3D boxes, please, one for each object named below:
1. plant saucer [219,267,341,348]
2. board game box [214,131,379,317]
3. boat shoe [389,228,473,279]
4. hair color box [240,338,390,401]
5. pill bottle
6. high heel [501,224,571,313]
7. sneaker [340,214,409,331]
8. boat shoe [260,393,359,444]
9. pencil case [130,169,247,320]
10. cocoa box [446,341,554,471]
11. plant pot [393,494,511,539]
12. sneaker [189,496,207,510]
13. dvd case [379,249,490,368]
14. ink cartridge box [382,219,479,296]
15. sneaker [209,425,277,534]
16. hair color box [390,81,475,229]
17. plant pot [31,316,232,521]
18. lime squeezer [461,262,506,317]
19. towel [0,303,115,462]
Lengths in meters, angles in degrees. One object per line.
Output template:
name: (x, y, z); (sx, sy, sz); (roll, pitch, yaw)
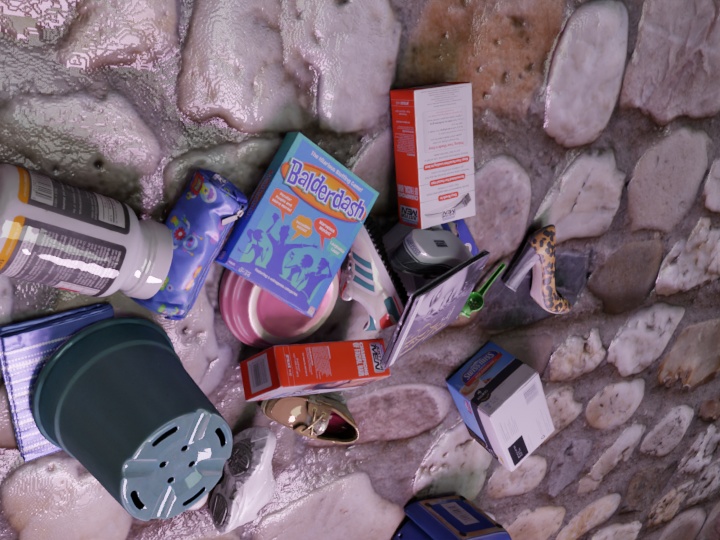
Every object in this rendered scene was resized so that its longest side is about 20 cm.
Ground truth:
plant saucer: (-0.107, 0.031, 1.054); (0.199, 0.051, 0.202); (-18, 124, -30)
board game box: (-0.082, -0.061, 0.976); (0.152, 0.045, 0.201); (33, 79, -29)
boat shoe: (0.114, -0.017, 1.127); (0.068, 0.072, 0.199); (-40, 159, 26)
hair color box: (-0.067, 0.151, 1.092); (0.199, 0.111, 0.065); (-1, 72, -37)
pill bottle: (-0.322, -0.035, 0.807); (0.199, 0.116, 0.117); (20, 101, -42)
high heel: (0.379, 0.002, 1.391); (0.199, 0.071, 0.143); (26, 104, -34)
sneaker: (0.000, 0.000, 1.079); (0.093, 0.070, 0.201); (-24, 98, 14)
boat shoe: (-0.075, 0.240, 1.182); (0.199, 0.066, 0.074); (23, 99, -43)
pencil case: (-0.214, -0.031, 0.914); (0.201, 0.087, 0.078); (-60, 153, 7)
cocoa box: (0.279, 0.269, 1.423); (0.133, 0.131, 0.201); (-39, 131, -14)
plant pot: (0.187, 0.587, 1.493); (0.199, 0.199, 0.182); (6, 103, -39)
sneaker: (-0.256, 0.289, 1.063); (0.075, 0.081, 0.202); (-21, 126, -29)
dvd case: (0.117, 0.057, 1.102); (0.199, 0.016, 0.150); (-27, 148, -43)
ink cartridge box: (0.115, -0.016, 1.204); (0.200, 0.041, 0.200); (-44, 132, -10)
sneaker: (-0.173, 0.329, 1.162); (0.099, 0.078, 0.201); (3, 121, -45)
hair color box: (0.110, -0.173, 1.074); (0.110, 0.064, 0.202); (-15, 110, -31)
plant pot: (-0.272, 0.190, 0.895); (0.199, 0.195, 0.202); (-25, 129, -35)
lime squeezer: (0.199, 0.056, 1.288); (0.199, 0.038, 0.071); (-31, 165, -41)
towel: (-0.382, 0.143, 0.930); (0.144, 0.024, 0.202); (-16, 124, -33)
